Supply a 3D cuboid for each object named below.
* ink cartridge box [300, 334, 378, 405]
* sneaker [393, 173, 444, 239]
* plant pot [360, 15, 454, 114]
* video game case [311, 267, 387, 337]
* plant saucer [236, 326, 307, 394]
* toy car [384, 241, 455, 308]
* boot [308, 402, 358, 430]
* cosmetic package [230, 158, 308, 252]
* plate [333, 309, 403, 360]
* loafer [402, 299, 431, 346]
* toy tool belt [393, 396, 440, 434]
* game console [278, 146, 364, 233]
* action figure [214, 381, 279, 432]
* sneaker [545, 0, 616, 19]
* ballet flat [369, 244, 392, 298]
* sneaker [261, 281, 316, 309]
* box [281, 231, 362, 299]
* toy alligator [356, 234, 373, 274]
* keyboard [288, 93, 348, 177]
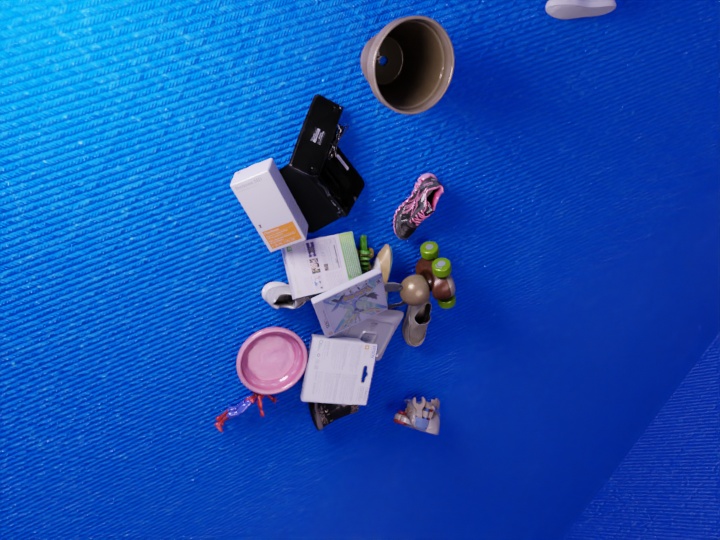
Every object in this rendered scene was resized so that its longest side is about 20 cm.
[{"bbox_3d":[-0.062,0.292,1.502,0.199,0.043,0.197,8,99,-18],"label":"ink cartridge box"},{"bbox_3d":[0.163,-0.167,1.412,0.079,0.095,0.201,19,107,-33],"label":"sneaker"},{"bbox_3d":[0.086,-0.473,1.170,0.199,0.174,0.201,-11,120,-19],"label":"plant pot"},{"bbox_3d":[-0.024,0.092,1.403,0.199,0.022,0.183,-25,143,-9],"label":"video game case"},{"bbox_3d":[-0.251,0.249,1.445,0.200,0.051,0.202,-7,109,-20],"label":"plant saucer"},{"bbox_3d":[0.160,0.042,1.488,0.199,0.158,0.165,-22,133,-5],"label":"toy car"},{"bbox_3d":[-0.085,0.395,1.597,0.150,0.073,0.201,-16,117,-20],"label":"boot"},{"bbox_3d":[-0.213,-0.153,1.229,0.101,0.071,0.200,-19,124,13],"label":"cosmetic package"},{"bbox_3d":[0.016,0.199,1.552,0.199,0.032,0.201,10,119,-27],"label":"plate"},{"bbox_3d":[0.179,0.159,1.601,0.075,0.068,0.201,-10,119,-20],"label":"loafer"},{"bbox_3d":[0.199,0.482,1.764,0.200,0.125,0.123,28,70,-36],"label":"toy tool belt"},{"bbox_3d":[-0.113,-0.222,1.301,0.200,0.116,0.176,48,60,-35],"label":"game console"},{"bbox_3d":[-0.315,0.405,1.495,0.200,0.065,0.099,-41,108,-1],"label":"action figure"},{"bbox_3d":[0.573,-0.717,1.349,0.199,0.074,0.082,-8,88,-16],"label":"sneaker"},{"bbox_3d":[0.052,0.021,1.473,0.063,0.069,0.201,-4,116,-16],"label":"ballet flat"},{"bbox_3d":[-0.159,0.068,1.383,0.199,0.092,0.076,-12,119,-20],"label":"sneaker"},{"bbox_3d":[-0.099,-0.015,1.355,0.199,0.036,0.145,-12,88,-22],"label":"box"},{"bbox_3d":[0.000,0.000,1.445,0.059,0.054,0.201,1,115,-25],"label":"toy alligator"},{"bbox_3d":[-0.098,-0.309,1.217,0.104,0.040,0.201,23,77,-19],"label":"keyboard"}]
